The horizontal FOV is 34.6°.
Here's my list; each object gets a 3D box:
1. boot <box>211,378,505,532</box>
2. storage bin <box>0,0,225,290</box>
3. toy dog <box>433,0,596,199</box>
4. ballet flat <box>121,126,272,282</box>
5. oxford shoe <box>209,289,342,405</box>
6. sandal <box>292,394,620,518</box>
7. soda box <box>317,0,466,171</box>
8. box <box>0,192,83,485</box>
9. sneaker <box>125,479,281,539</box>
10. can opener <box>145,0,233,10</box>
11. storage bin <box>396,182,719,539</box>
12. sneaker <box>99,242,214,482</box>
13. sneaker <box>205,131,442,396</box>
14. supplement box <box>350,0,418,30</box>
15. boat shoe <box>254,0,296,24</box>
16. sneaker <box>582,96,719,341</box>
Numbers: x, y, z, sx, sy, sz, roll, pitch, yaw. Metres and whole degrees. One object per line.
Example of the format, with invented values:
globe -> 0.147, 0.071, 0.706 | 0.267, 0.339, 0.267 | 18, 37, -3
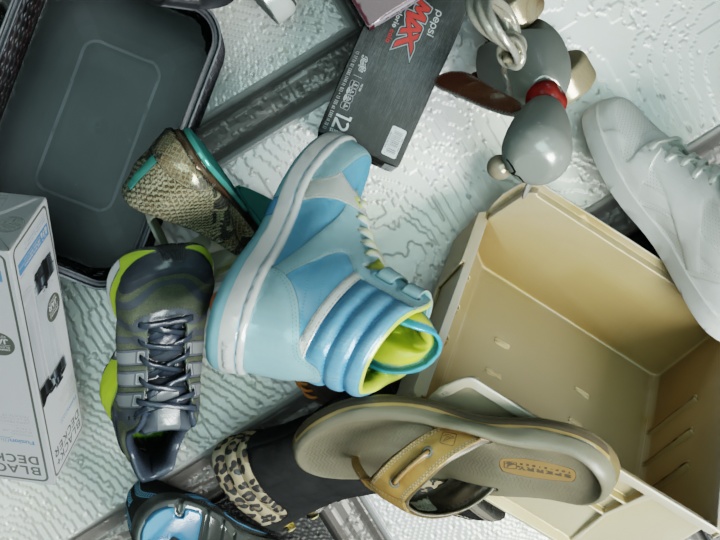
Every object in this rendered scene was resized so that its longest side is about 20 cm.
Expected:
boot -> 0.005, 0.145, 0.830 | 0.150, 0.200, 0.074 | -22, 56, 25
storage bin -> -0.185, -0.101, 0.792 | 0.135, 0.094, 0.201 | 21, 92, -6
toy dog -> 0.096, -0.117, 0.783 | 0.096, 0.200, 0.132 | -29, 95, 27
ballet flat -> -0.094, -0.030, 0.776 | 0.075, 0.200, 0.068 | -39, 60, 8
oxford shoe -> -0.027, 0.061, 0.795 | 0.199, 0.071, 0.073 | 18, 115, -39
sandal -> 0.050, 0.118, 0.680 | 0.199, 0.081, 0.054 | 5, 51, 17
soda box -> 0.036, -0.173, 0.816 | 0.063, 0.071, 0.201 | 24, 92, -3
box -> -0.255, 0.045, 0.756 | 0.116, 0.060, 0.201 | 7, 127, 5
sneaker -> -0.086, 0.211, 0.841 | 0.200, 0.082, 0.073 | 44, 82, -26
can opener -> -0.132, -0.231, 0.750 | 0.078, 0.200, 0.064 | 3, 128, -40
storage bin -> 0.142, 0.066, 0.779 | 0.198, 0.200, 0.094 | 32, 135, -7
sneaker -> -0.129, 0.062, 0.767 | 0.074, 0.081, 0.201 | -7, 139, -20
sneaker -> 0.000, 0.000, 0.714 | 0.130, 0.080, 0.200 | 17, 50, 11
supplement box -> -0.001, -0.267, 0.735 | 0.109, 0.061, 0.201 | -30, 97, 5
boat shoe -> -0.091, -0.269, 0.798 | 0.063, 0.071, 0.201 | -31, 95, -1
sneaker -> 0.243, -0.063, 0.797 | 0.073, 0.116, 0.201 | -15, 67, -40
